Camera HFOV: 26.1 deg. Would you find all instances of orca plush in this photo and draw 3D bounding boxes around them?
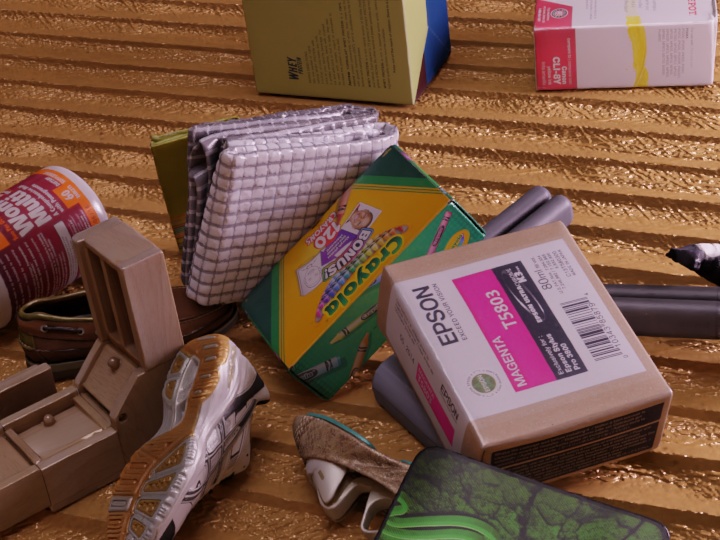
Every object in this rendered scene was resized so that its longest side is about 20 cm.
[{"bbox_3d":[0.365,0.010,1.325,0.199,0.105,0.071,5,68,-24],"label":"orca plush"}]

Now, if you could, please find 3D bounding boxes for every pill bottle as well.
[{"bbox_3d":[-0.341,-0.009,1.464,0.109,0.110,0.200,20,42,36],"label":"pill bottle"}]

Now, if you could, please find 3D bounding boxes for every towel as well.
[{"bbox_3d":[-0.070,-0.060,1.399,0.199,0.166,0.086,-10,37,-33],"label":"towel"},{"bbox_3d":[-0.145,-0.081,1.463,0.086,0.200,0.018,-18,63,-7],"label":"towel"}]

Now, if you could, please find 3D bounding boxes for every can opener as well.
[{"bbox_3d":[0.287,0.051,1.282,0.199,0.067,0.053,2,24,16],"label":"can opener"},{"bbox_3d":[0.112,-0.024,1.418,0.200,0.067,0.053,-37,43,-26],"label":"can opener"}]

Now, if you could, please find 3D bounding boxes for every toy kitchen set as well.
[{"bbox_3d":[-0.267,0.070,1.267,0.200,0.181,0.163,-27,37,-27],"label":"toy kitchen set"}]

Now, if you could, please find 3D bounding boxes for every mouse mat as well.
[{"bbox_3d":[0.096,0.215,1.068,0.199,0.008,0.161,15,63,27],"label":"mouse mat"}]

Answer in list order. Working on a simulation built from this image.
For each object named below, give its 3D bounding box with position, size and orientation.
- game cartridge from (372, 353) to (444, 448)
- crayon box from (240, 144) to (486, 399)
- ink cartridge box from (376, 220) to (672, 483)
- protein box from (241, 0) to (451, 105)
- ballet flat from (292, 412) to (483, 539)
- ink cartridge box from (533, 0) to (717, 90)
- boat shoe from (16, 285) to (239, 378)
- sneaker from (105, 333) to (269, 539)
[{"bbox_3d":[0.117,0.080,1.305,0.199,0.041,0.133,-24,33,-23],"label":"game cartridge"},{"bbox_3d":[0.000,0.000,1.341,0.200,0.058,0.119,-46,38,3],"label":"crayon box"},{"bbox_3d":[0.125,0.067,1.222,0.164,0.075,0.200,-14,49,-17],"label":"ink cartridge box"},{"bbox_3d":[-0.018,-0.314,1.776,0.199,0.199,0.135,7,35,21],"label":"protein box"},{"bbox_3d":[0.008,0.166,1.172,0.200,0.071,0.065,19,58,40],"label":"ballet flat"},{"bbox_3d":[0.299,-0.274,1.756,0.199,0.084,0.145,-1,34,11],"label":"ink cartridge box"},{"bbox_3d":[-0.208,0.042,1.396,0.199,0.068,0.072,-15,32,-14],"label":"boat shoe"},{"bbox_3d":[-0.125,0.151,1.214,0.075,0.088,0.201,-2,53,41],"label":"sneaker"}]
